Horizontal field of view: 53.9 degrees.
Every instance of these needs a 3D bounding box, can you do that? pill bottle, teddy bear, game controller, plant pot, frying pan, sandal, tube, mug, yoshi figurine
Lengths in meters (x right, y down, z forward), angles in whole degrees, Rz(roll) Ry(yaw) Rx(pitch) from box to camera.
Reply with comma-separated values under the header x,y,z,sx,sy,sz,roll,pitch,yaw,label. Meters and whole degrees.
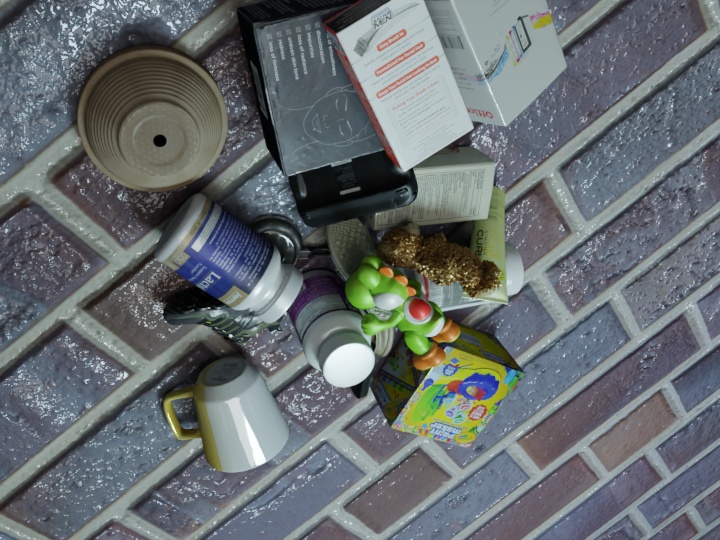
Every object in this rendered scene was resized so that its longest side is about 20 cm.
x,y,z,sx,sy,sz,roll,pitch,yaw,label
-0.048,0.092,1.133,0.112,0.200,0.113,-10,124,-16,pill bottle
0.126,-0.021,1.082,0.145,0.199,0.067,-35,149,-55,teddy bear
-0.014,-0.129,1.048,0.199,0.042,0.105,-11,96,26,game controller
-0.190,-0.013,1.044,0.200,0.116,0.116,36,102,-21,pill bottle
-0.272,-0.189,0.942,0.200,0.093,0.202,-10,121,-16,plant pot
-0.115,-0.018,1.149,0.190,0.031,0.115,26,109,-29,frying pan
-0.012,0.163,1.247,0.048,0.075,0.201,-19,138,-21,sandal
0.211,-0.042,1.169,0.058,0.201,0.052,-9,152,34,tube
0.170,0.009,1.224,0.199,0.114,0.114,-9,122,-17,pill bottle
-0.227,0.238,1.190,0.186,0.149,0.154,-21,117,-17,mug
0.052,0.057,1.072,0.112,0.113,0.200,-38,114,13,yoshi figurine

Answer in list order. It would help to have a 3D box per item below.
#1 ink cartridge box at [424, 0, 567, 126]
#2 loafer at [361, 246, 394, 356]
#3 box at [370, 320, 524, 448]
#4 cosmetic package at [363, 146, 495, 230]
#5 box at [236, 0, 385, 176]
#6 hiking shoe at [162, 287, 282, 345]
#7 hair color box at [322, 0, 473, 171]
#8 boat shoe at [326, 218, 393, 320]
x,y,z,sx,sy,sz,roll,pitch,yaw,label
0.164,-0.328,0.981,0.145,0.147,0.200,-43,127,-14,ink cartridge box
0.017,0.056,1.220,0.067,0.076,0.201,-7,109,-9,loafer
0.161,0.207,1.336,0.199,0.122,0.193,21,111,-30,box
0.102,-0.134,1.127,0.199,0.087,0.104,-5,120,-18,cosmetic package
-0.039,-0.256,0.933,0.196,0.124,0.201,-16,123,-12,box
-0.214,0.082,1.137,0.199,0.076,0.101,-4,117,-21,hiking shoe
0.050,-0.237,0.870,0.111,0.064,0.200,-32,127,-2,hair color box
0.000,0.000,1.128,0.074,0.062,0.201,-30,95,-18,boat shoe
